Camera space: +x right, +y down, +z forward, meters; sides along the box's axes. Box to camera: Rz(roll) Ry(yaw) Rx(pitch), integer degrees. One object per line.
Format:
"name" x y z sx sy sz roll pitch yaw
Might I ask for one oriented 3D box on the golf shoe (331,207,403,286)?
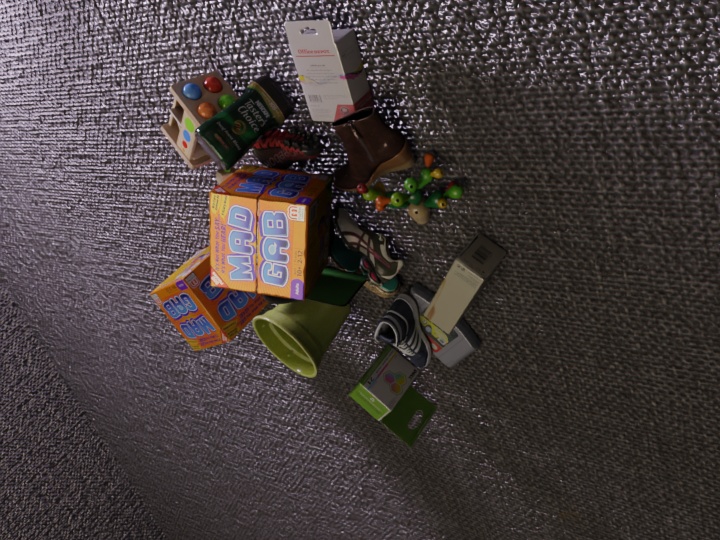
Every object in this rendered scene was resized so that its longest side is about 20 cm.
"golf shoe" 0.014 -0.064 1.721 0.088 0.077 0.201 -35 86 14

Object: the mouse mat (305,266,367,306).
"mouse mat" -0.080 0.028 1.671 0.160 0.200 0.008 12 112 13

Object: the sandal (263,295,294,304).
"sandal" -0.136 0.025 1.849 0.043 0.198 0.076 93 158 -47

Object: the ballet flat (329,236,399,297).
"ballet flat" 0.000 0.000 1.788 0.200 0.071 0.065 39 157 12

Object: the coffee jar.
"coffee jar" -0.234 -0.305 1.604 0.104 0.200 0.085 48 167 -8

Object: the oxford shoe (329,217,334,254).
"oxford shoe" -0.097 -0.114 1.749 0.072 0.085 0.202 -4 112 -6

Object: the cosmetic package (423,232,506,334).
"cosmetic package" 0.209 0.028 1.596 0.071 0.105 0.201 37 140 10

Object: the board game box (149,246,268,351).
"board game box" -0.388 0.062 2.075 0.199 0.200 0.200 -18 113 49

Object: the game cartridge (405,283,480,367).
"game cartridge" 0.171 0.124 1.775 0.200 0.041 0.133 43 138 1

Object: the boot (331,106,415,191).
"boot" -0.008 -0.238 1.524 0.199 0.073 0.166 -15 142 33

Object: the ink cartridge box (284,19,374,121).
"ink cartridge box" -0.058 -0.384 1.475 0.116 0.068 0.201 10 133 34

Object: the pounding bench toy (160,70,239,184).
"pounding bench toy" -0.315 -0.304 1.697 0.200 0.124 0.156 51 144 13

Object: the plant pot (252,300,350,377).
"plant pot" -0.126 0.123 1.899 0.200 0.184 0.201 33 153 19

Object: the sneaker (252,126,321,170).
"sneaker" -0.156 -0.254 1.681 0.199 0.071 0.098 13 133 36

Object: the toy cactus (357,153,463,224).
"toy cactus" 0.103 -0.146 1.532 0.198 0.103 0.165 -10 157 10

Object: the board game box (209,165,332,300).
"board game box" -0.179 -0.083 1.608 0.198 0.200 0.201 8 114 9

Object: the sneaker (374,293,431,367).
"sneaker" 0.094 0.161 1.760 0.070 0.109 0.201 8 130 37

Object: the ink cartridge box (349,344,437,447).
"ink cartridge box" 0.096 0.306 1.920 0.200 0.148 0.076 40 141 2
